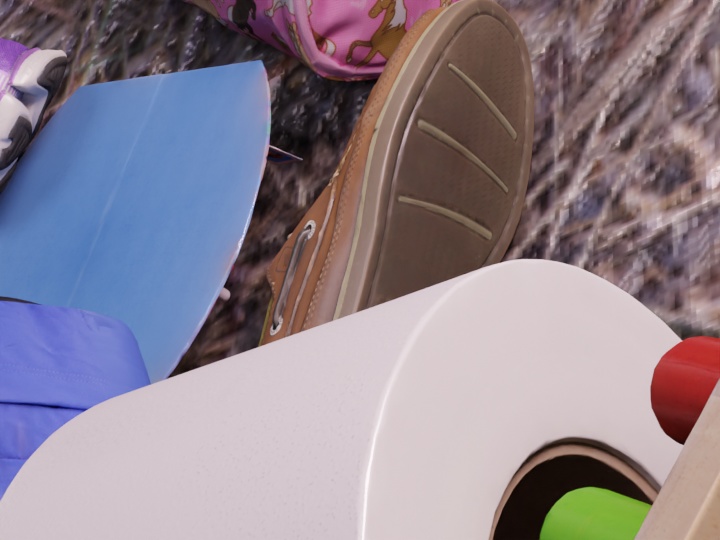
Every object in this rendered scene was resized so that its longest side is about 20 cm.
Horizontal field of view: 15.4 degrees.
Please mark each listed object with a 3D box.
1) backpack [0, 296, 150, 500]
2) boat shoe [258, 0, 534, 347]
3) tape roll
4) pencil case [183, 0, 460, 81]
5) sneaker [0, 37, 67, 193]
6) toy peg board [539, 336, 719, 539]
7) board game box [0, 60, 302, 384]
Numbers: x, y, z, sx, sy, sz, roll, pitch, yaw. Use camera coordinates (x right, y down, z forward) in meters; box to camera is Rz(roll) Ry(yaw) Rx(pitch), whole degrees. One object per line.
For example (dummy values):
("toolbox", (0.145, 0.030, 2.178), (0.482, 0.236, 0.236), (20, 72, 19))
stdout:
("backpack", (-0.152, 0.101, 0.842), (0.163, 0.199, 0.169), (-44, 58, 39))
("boat shoe", (0.000, 0.000, 0.885), (0.068, 0.072, 0.201), (-3, 61, 44))
("tape roll", (0.013, 0.111, 0.686), (0.139, 0.202, 0.204), (-19, 51, 36))
("pencil case", (-0.034, -0.137, 1.017), (0.200, 0.082, 0.087), (37, 136, 52))
("sneaker", (-0.187, -0.071, 1.099), (0.200, 0.083, 0.081), (7, 68, 62))
("toy peg board", (0.151, 0.043, 0.610), (0.200, 0.199, 0.098), (-61, 24, -8))
("board game box", (-0.089, 0.004, 1.006), (0.199, 0.039, 0.159), (-2, 62, 54))
